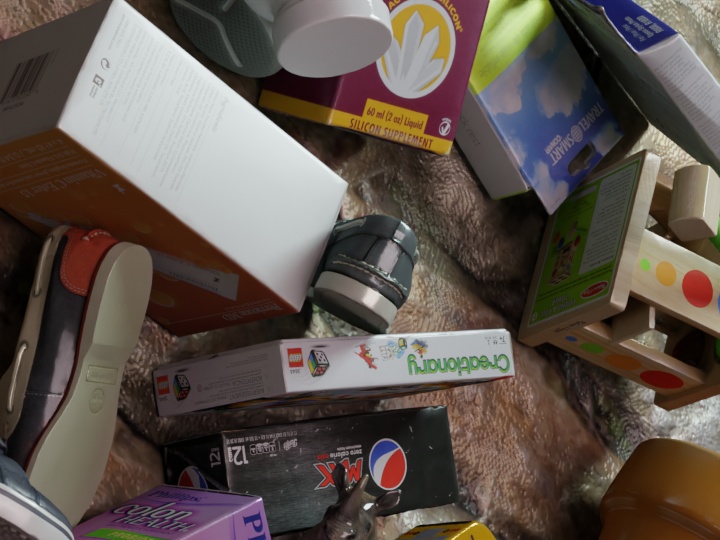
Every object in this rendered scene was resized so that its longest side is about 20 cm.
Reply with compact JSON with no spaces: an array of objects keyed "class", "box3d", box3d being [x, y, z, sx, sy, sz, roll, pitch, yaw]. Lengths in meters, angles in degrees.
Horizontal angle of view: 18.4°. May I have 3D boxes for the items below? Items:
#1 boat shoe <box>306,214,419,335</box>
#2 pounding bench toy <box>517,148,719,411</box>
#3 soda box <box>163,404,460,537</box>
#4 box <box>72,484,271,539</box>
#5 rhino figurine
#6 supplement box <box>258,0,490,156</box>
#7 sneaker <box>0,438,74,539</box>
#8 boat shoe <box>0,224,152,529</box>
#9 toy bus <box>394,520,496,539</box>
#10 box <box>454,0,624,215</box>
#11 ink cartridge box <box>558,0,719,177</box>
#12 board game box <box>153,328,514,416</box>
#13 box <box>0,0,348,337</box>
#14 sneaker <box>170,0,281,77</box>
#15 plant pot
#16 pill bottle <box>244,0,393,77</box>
[{"class":"boat shoe","box3d":[0.000,0.000,1.407,0.073,0.200,0.062,27,85,-5]},{"class":"pounding bench toy","box3d":[0.240,0.005,1.598,0.156,0.200,0.125,25,65,-20]},{"class":"soda box","box3d":[-0.029,0.131,1.439,0.200,0.063,0.071,-4,84,-43]},{"class":"box","box3d":[-0.137,0.242,1.274,0.200,0.097,0.176,-24,107,-43]},{"class":"rhino figurine","box3d":[-0.019,0.190,1.374,0.060,0.200,0.087,26,44,13]},{"class":"supplement box","box3d":[0.021,-0.189,1.489,0.110,0.086,0.201,12,95,-39]},{"class":"sneaker","box3d":[-0.236,0.090,1.213,0.200,0.078,0.080,30,58,-9]},{"class":"boat shoe","box3d":[-0.181,0.072,1.307,0.071,0.062,0.201,21,85,-63]},{"class":"toy bus","box3d":[0.083,0.268,1.513,0.078,0.065,0.200,-29,102,-42]},{"class":"box","box3d":[0.104,-0.149,1.629,0.122,0.048,0.200,-45,111,-38]},{"class":"ink cartridge box","box3d":[0.211,-0.158,1.646,0.041,0.200,0.200,-42,117,3]},{"class":"board game box","box3d":[-0.015,0.065,1.422,0.200,0.126,0.035,-1,82,-43]},{"class":"box","box3d":[-0.128,-0.058,1.345,0.200,0.124,0.098,38,58,-31]},{"class":"sneaker","box3d":[-0.100,-0.218,1.442,0.200,0.070,0.080,57,47,-18]},{"class":"plant pot","box3d":[0.229,0.252,1.583,0.200,0.200,0.183,48,69,-25]},{"class":"pill bottle","box3d":[-0.033,-0.225,1.395,0.104,0.104,0.200,11,59,-41]}]
